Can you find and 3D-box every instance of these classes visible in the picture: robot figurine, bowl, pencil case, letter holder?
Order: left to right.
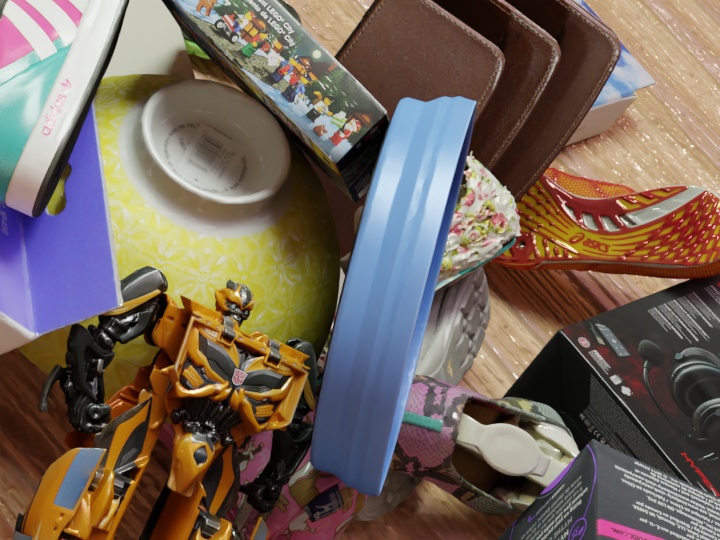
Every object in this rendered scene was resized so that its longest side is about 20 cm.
[{"bbox_3d":[-0.092,0.099,1.366,0.145,0.200,0.058,26,-5,-31],"label":"robot figurine"},{"bbox_3d":[-0.090,-0.033,1.449,0.200,0.108,0.200,15,47,-17],"label":"bowl"},{"bbox_3d":[-0.079,0.064,1.505,0.200,0.083,0.087,49,9,15],"label":"pencil case"},{"bbox_3d":[0.015,0.009,1.408,0.039,0.201,0.201,14,38,3],"label":"bowl"},{"bbox_3d":[0.041,-0.081,1.660,0.142,0.200,0.101,36,36,-3],"label":"letter holder"}]

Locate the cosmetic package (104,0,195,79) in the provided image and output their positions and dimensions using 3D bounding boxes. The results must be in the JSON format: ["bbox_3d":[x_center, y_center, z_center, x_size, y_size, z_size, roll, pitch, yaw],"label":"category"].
[{"bbox_3d":[-0.160,-0.132,1.630,0.073,0.104,0.200,10,43,-31],"label":"cosmetic package"}]

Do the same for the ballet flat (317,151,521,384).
[{"bbox_3d":[0.000,0.000,1.584,0.200,0.064,0.076,-35,29,-20],"label":"ballet flat"}]

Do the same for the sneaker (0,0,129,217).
[{"bbox_3d":[-0.180,-0.121,1.390,0.121,0.084,0.200,21,47,-4],"label":"sneaker"}]

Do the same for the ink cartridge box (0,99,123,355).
[{"bbox_3d":[-0.221,-0.027,1.400,0.043,0.200,0.198,57,15,-47],"label":"ink cartridge box"}]

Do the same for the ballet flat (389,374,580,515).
[{"bbox_3d":[0.079,0.101,1.565,0.071,0.069,0.200,16,-4,34],"label":"ballet flat"}]

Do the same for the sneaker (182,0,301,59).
[{"bbox_3d":[-0.115,-0.202,1.758,0.200,0.084,0.077,39,37,2],"label":"sneaker"}]

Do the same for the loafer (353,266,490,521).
[{"bbox_3d":[0.015,0.064,1.606,0.070,0.070,0.200,4,38,21],"label":"loafer"}]

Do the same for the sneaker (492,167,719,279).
[{"bbox_3d":[0.138,-0.024,1.761,0.200,0.073,0.077,12,-9,16],"label":"sneaker"}]

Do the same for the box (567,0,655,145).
[{"bbox_3d":[0.094,-0.134,1.891,0.122,0.048,0.200,51,38,16],"label":"box"}]

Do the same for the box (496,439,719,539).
[{"bbox_3d":[0.133,0.209,1.489,0.106,0.122,0.200,26,38,-17],"label":"box"}]

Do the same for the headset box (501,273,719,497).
[{"bbox_3d":[0.203,0.089,1.718,0.200,0.077,0.149,-18,63,-47],"label":"headset box"}]

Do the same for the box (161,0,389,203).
[{"bbox_3d":[-0.042,-0.104,1.472,0.137,0.038,0.200,46,-1,4],"label":"box"}]
